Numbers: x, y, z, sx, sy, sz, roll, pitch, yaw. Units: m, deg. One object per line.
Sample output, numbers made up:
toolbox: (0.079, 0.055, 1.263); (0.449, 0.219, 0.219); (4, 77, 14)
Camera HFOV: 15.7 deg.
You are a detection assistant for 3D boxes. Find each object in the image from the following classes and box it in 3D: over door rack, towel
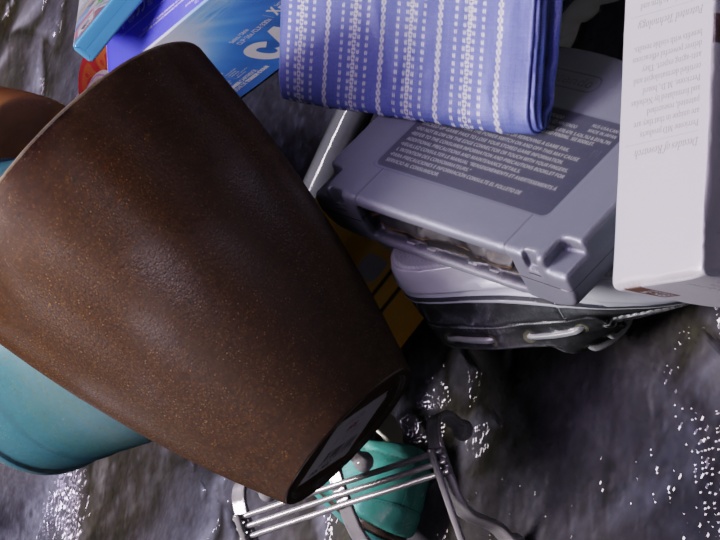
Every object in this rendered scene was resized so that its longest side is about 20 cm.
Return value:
over door rack: (0.019, 0.190, 1.372); (0.147, 0.066, 0.202); (-21, 76, 33)
towel: (0.031, -0.150, 1.334); (0.199, 0.024, 0.146); (12, 101, 47)

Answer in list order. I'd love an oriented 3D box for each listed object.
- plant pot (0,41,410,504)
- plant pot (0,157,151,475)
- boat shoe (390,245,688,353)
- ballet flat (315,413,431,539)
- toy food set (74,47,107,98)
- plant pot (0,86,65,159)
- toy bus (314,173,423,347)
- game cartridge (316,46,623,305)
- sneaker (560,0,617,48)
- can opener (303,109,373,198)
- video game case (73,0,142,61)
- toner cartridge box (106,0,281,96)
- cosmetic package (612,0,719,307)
plant pot: (-0.076, 0.019, 1.337); (0.200, 0.187, 0.187); (43, 126, 12)
plant pot: (-0.134, 0.013, 1.583); (0.187, 0.199, 0.202); (-12, 72, 37)
boat shoe: (0.110, 0.003, 1.297); (0.199, 0.071, 0.072); (0, 44, 40)
ballet flat: (-0.019, 0.097, 1.498); (0.200, 0.067, 0.071); (25, 88, 55)
toy food set: (-0.171, -0.058, 1.789); (0.200, 0.048, 0.200); (18, 98, 59)
plant pot: (-0.256, -0.040, 1.716); (0.139, 0.199, 0.202); (-4, 79, 40)
toy bus: (0.000, 0.000, 1.432); (0.200, 0.078, 0.065); (-52, 39, 15)
game cartridge: (0.081, -0.055, 1.299); (0.199, 0.133, 0.042); (20, 145, 50)
sneaker: (0.083, -0.159, 1.368); (0.200, 0.079, 0.078); (-42, 49, 47)
can opener: (0.015, -0.096, 1.506); (0.067, 0.052, 0.201); (-67, 2, -67)
video game case: (-0.133, -0.216, 1.676); (0.143, 0.018, 0.200); (-49, 15, 12)
toner cartridge box: (-0.072, -0.164, 1.608); (0.200, 0.094, 0.044); (-31, 57, 52)
cosmetic package: (0.176, -0.087, 1.179); (0.074, 0.101, 0.202); (-13, 73, 58)
